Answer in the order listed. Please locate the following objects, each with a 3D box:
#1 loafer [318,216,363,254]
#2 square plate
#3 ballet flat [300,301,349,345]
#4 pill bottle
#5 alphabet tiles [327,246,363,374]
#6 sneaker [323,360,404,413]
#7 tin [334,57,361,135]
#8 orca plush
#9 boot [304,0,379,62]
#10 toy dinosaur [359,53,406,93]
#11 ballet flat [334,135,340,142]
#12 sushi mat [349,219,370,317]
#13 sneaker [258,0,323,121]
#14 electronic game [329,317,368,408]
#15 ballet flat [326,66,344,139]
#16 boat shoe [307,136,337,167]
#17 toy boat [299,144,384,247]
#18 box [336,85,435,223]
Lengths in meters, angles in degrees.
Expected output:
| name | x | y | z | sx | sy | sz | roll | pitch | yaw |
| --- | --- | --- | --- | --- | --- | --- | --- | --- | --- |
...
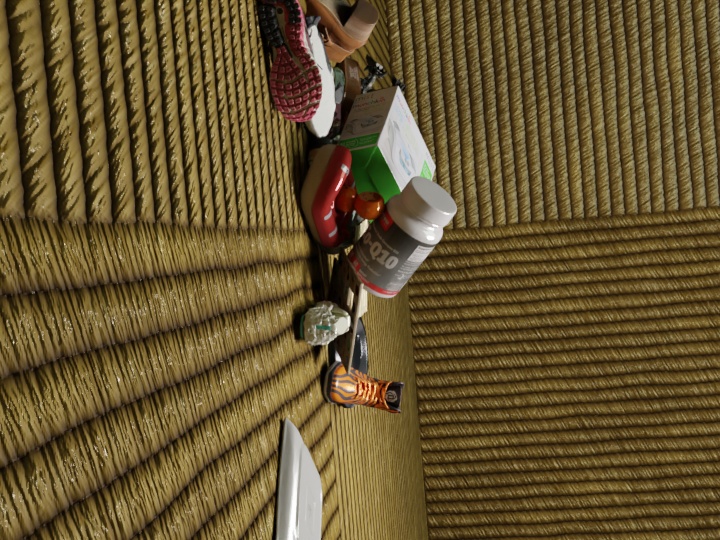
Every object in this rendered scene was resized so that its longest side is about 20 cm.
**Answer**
| name | x | y | z | sx | sy | sz | roll | pitch | yaw |
| --- | --- | --- | --- | --- | --- | --- | --- | --- | --- |
| loafer | -0.035 | -0.071 | 1.795 | 0.070 | 0.070 | 0.200 | -55 | 176 | 29 |
| square plate | -0.082 | 0.339 | 1.331 | 0.201 | 0.028 | 0.199 | 75 | 12 | -52 |
| ballet flat | -0.050 | 0.089 | 1.538 | 0.200 | 0.071 | 0.072 | -35 | 121 | -82 |
| pill bottle | 0.070 | -0.059 | 1.644 | 0.200 | 0.113 | 0.114 | -53 | -165 | 28 |
| alphabet tiles | -0.031 | 0.061 | 1.657 | 0.200 | 0.007 | 0.168 | -119 | -146 | -64 |
| sneaker | 0.016 | 0.212 | 1.710 | 0.200 | 0.111 | 0.078 | 20 | 78 | -63 |
| tin | -0.035 | -0.343 | 1.858 | 0.201 | 0.042 | 0.112 | -94 | -159 | -51 |
| orca plush | -0.096 | -0.327 | 1.614 | 0.105 | 0.071 | 0.201 | -33 | 117 | -30 |
| boot | -0.077 | -0.443 | 1.626 | 0.074 | 0.200 | 0.155 | -58 | -168 | -26 |
| toy dinosaur | 0.021 | -0.337 | 1.893 | 0.102 | 0.136 | 0.200 | 27 | 17 | -49 |
| ballet flat | -0.013 | -0.188 | 1.866 | 0.200 | 0.072 | 0.072 | 54 | 9 | 0 |
| sushi mat | 0.000 | 0.000 | 1.776 | 0.096 | 0.012 | 0.201 | -47 | 143 | -65 |
| sneaker | -0.098 | -0.323 | 1.419 | 0.075 | 0.080 | 0.201 | -79 | 163 | -71 |
| electronic game | -0.024 | 0.165 | 1.833 | 0.200 | 0.041 | 0.202 | -3 | 90 | -75 |
| ballet flat | -0.069 | -0.325 | 1.749 | 0.071 | 0.069 | 0.201 | 43 | 35 | -39 |
| boat shoe | -0.050 | -0.196 | 1.748 | 0.200 | 0.074 | 0.063 | 38 | 54 | -73 |
| toy boat | -0.021 | -0.121 | 1.610 | 0.200 | 0.130 | 0.131 | 73 | 34 | -59 |
| box | 0.048 | -0.203 | 1.751 | 0.201 | 0.096 | 0.177 | 60 | 35 | -37 |
